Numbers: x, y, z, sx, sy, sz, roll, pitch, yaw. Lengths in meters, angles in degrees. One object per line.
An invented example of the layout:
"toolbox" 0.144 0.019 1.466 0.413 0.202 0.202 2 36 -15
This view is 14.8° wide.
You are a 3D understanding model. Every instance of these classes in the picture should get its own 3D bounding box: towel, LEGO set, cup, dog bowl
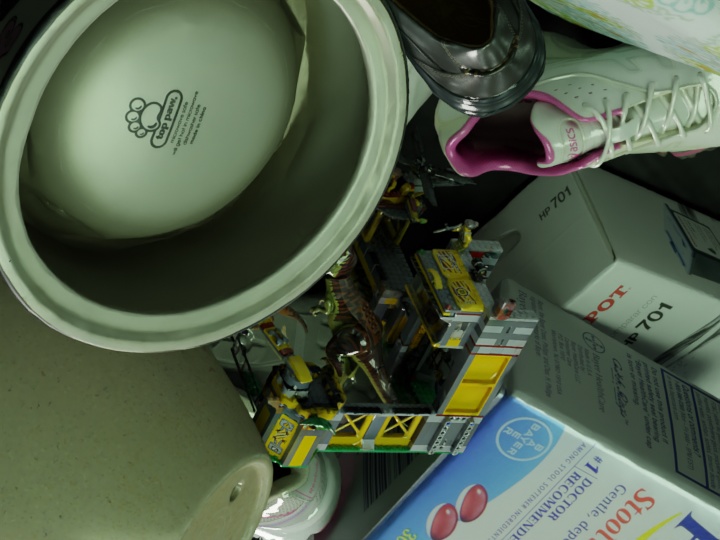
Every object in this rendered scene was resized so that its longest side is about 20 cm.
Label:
"towel" 0.116 -0.145 1.291 0.171 0.200 0.048 23 92 -44
"LEGO set" 0.000 0.000 1.401 0.153 0.200 0.116 10 129 -23
"cup" -0.127 0.097 1.333 0.200 0.143 0.200 -52 161 -27
"dog bowl" -0.082 -0.068 1.184 0.200 0.074 0.201 -16 127 -23

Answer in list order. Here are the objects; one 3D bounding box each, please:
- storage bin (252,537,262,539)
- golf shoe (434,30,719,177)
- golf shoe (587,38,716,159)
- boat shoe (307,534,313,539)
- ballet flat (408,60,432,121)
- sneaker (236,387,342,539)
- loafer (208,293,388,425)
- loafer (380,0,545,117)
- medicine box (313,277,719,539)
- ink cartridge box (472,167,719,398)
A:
"storage bin" -0.135 0.164 1.613 0.135 0.094 0.200 -8 140 -18
"golf shoe" 0.132 -0.079 1.392 0.199 0.092 0.075 -5 121 18
"golf shoe" 0.206 -0.136 1.433 0.200 0.073 0.092 -37 138 20
"boat shoe" -0.003 0.184 1.725 0.072 0.065 0.200 -35 140 18
"ballet flat" 0.011 -0.120 1.337 0.069 0.070 0.200 -22 166 0
"sneaker" -0.105 0.087 1.476 0.199 0.082 0.088 11 164 -1
"loafer" -0.049 0.043 1.539 0.200 0.070 0.070 22 162 -39
"loafer" 0.009 -0.159 1.208 0.073 0.200 0.072 -42 167 -2
"medicine box" 0.105 0.135 1.521 0.200 0.103 0.182 29 121 -20
"ink cartridge box" 0.148 0.033 1.601 0.200 0.086 0.146 19 129 -43
